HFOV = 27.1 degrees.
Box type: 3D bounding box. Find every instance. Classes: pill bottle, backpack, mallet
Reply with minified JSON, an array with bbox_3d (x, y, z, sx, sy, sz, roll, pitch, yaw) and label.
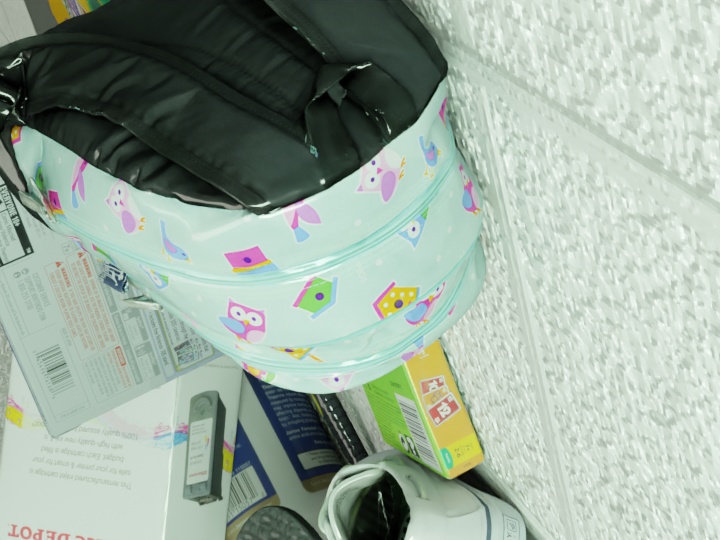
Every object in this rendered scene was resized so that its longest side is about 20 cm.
[{"bbox_3d":[-0.090,0.112,1.083,0.201,0.110,0.111,60,165,21],"label":"pill bottle"},{"bbox_3d":[-0.039,-0.047,0.581,0.199,0.167,0.127,31,156,45],"label":"backpack"},{"bbox_3d":[-0.034,0.057,0.949,0.201,0.041,0.066,59,169,9],"label":"mallet"}]

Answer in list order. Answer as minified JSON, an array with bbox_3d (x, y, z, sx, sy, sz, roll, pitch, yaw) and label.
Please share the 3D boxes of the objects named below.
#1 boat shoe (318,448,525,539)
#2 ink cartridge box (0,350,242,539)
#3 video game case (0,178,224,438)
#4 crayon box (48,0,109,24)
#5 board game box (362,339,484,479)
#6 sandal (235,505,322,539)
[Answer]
[{"bbox_3d":[0.013,0.121,0.766,0.200,0.066,0.074,-12,60,66],"label":"boat shoe"},{"bbox_3d":[-0.162,0.103,1.011,0.085,0.146,0.202,9,-94,-61],"label":"ink cartridge box"},{"bbox_3d":[-0.121,-0.021,0.829,0.046,0.180,0.201,53,162,42],"label":"video game case"},{"bbox_3d":[-0.156,-0.173,0.959,0.200,0.058,0.119,53,161,41],"label":"crayon box"},{"bbox_3d":[0.000,0.000,0.736,0.202,0.030,0.095,66,166,-12],"label":"board game box"},{"bbox_3d":[-0.011,0.219,0.787,0.048,0.075,0.202,2,-123,-59],"label":"sandal"}]
